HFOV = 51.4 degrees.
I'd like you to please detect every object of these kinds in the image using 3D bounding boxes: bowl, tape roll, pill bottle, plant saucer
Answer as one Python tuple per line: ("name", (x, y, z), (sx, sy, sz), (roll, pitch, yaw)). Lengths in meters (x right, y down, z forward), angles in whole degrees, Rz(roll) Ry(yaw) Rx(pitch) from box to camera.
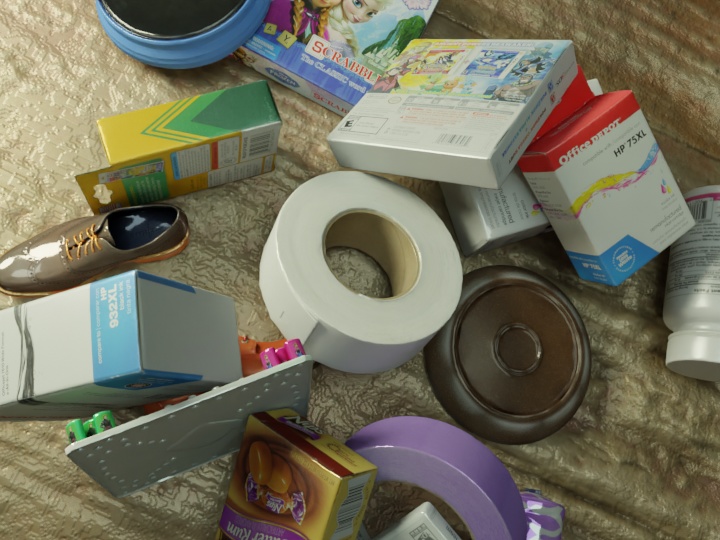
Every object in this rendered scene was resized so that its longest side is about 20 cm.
("bowl", (-0.198, -0.319, 0.824), (0.198, 0.039, 0.203), (-1, 71, 3))
("tape roll", (0.000, 0.000, 0.759), (0.201, 0.071, 0.204), (11, 56, -17))
("pill bottle", (0.405, 0.017, 0.843), (0.112, 0.113, 0.202), (15, 75, -7))
("tape roll", (0.049, 0.240, 0.686), (0.198, 0.066, 0.202), (6, 106, 20))
("plant saucer", (0.169, 0.088, 0.824), (0.198, 0.032, 0.202), (3, 75, -11))

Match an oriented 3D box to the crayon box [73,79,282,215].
("crayon box", (-0.184, -0.121, 0.757), (0.198, 0.126, 0.052), (-18, 80, -15))

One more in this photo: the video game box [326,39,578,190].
("video game box", (0.092, -0.168, 0.765), (0.199, 0.047, 0.183), (15, 58, 38))

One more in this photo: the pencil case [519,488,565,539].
("pencil case", (0.147, 0.314, 0.738), (0.085, 0.084, 0.202), (7, 73, 18))

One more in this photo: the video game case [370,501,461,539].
("video game case", (0.047, 0.325, 0.660), (0.200, 0.024, 0.182), (-42, 87, 24))

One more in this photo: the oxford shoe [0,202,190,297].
("oxford shoe", (-0.270, -0.029, 0.745), (0.198, 0.073, 0.072), (-21, 81, -15))

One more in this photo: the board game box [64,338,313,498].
("board game box", (-0.141, 0.136, 0.667), (0.198, 0.200, 0.026), (-19, 67, -15))

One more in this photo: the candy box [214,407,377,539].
("candy box", (-0.068, 0.240, 0.657), (0.056, 0.116, 0.202), (2, 107, -51))

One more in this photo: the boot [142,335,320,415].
("boot", (-0.127, 0.084, 0.748), (0.198, 0.075, 0.108), (-18, 76, -13))

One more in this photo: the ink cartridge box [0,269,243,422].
("ink cartridge box", (-0.226, 0.073, 0.649), (0.198, 0.145, 0.085), (-15, 75, 20))

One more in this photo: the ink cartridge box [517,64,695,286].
("ink cartridge box", (0.242, -0.100, 0.767), (0.116, 0.067, 0.201), (-36, 105, -9))

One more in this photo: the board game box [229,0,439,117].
("board game box", (-0.028, -0.295, 0.873), (0.199, 0.041, 0.201), (27, 73, -4))

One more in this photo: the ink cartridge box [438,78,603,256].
("ink cartridge box", (0.194, -0.118, 0.849), (0.198, 0.084, 0.146), (-17, 82, -15))
